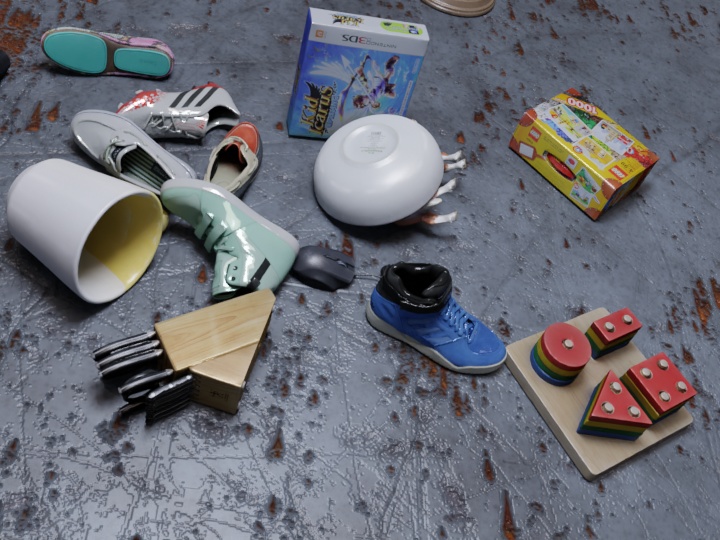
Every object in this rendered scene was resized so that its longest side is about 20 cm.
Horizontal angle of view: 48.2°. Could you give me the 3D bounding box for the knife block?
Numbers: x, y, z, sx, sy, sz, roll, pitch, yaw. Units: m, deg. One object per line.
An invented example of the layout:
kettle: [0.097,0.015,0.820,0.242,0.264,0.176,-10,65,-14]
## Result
knife block: [-0.208,0.088,0.949,0.173,0.064,0.202,20,49,-2]

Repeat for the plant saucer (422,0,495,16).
plant saucer: [0.189,-0.594,1.659,0.197,0.030,0.202,9,51,-11]

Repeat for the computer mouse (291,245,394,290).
computer mouse: [0.000,0.000,1.108,0.197,0.034,0.059,8,49,-12]

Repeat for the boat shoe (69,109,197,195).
boat shoe: [-0.316,-0.162,1.100,0.198,0.074,0.067,26,14,4]

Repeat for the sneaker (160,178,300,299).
sneaker: [-0.185,-0.033,1.034,0.199,0.074,0.119,29,56,-5]

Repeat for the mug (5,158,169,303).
mug: [-0.343,-0.055,1.000,0.152,0.187,0.151,27,81,17]

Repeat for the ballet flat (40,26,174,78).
ballet flat: [-0.390,-0.341,1.249,0.197,0.070,0.071,2,33,-22]

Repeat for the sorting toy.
sorting toy: [0.325,0.142,1.071,0.197,0.070,0.201,-17,59,-28]

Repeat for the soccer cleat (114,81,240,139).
soccer cleat: [-0.269,-0.225,1.186,0.198,0.069,0.085,-23,57,-37]

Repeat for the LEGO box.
LEGO box: [0.377,-0.201,1.363,0.148,0.078,0.200,-30,66,-35]

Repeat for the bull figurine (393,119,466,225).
bull figurine: [0.094,-0.147,1.228,0.120,0.065,0.202,0,53,17]

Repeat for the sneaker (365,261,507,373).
sneaker: [0.110,0.056,1.045,0.198,0.112,0.077,26,48,4]

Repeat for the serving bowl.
serving bowl: [0.021,-0.162,1.175,0.197,0.066,0.202,-7,50,9]

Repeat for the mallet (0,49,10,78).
mallet: [-0.610,-0.323,1.179,0.198,0.041,0.066,24,48,8]

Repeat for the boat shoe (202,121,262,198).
boat shoe: [-0.185,-0.154,1.156,0.070,0.063,0.202,17,47,-1]

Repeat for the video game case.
video game case: [-0.009,-0.288,1.228,0.178,0.201,0.046,4,46,-14]
